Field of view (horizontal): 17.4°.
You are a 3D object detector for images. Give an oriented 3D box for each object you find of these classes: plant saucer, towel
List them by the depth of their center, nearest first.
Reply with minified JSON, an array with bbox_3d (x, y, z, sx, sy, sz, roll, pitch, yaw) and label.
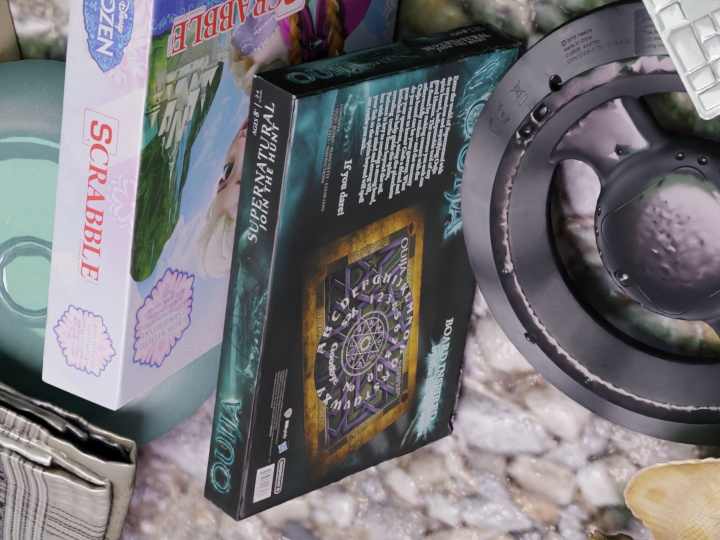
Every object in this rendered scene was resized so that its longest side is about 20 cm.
[{"bbox_3d":[-0.153,0.001,1.133,0.198,0.036,0.202,4,108,14],"label":"plant saucer"},{"bbox_3d":[-0.209,0.102,1.176,0.192,0.035,0.200,25,146,4],"label":"towel"}]

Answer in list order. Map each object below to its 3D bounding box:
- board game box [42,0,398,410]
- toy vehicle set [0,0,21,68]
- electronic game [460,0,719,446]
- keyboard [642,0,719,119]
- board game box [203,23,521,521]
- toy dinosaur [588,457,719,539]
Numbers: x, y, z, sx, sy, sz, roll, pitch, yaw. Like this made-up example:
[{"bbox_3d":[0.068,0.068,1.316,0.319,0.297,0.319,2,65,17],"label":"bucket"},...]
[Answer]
[{"bbox_3d":[-0.051,-0.070,0.974,0.041,0.200,0.201,21,120,24],"label":"board game box"},{"bbox_3d":[-0.261,-0.120,1.186,0.199,0.026,0.125,-1,109,31],"label":"toy vehicle set"},{"bbox_3d":[0.137,-0.018,0.980,0.199,0.042,0.201,10,118,19],"label":"electronic game"},{"bbox_3d":[0.115,-0.161,0.924,0.056,0.011,0.201,-27,84,14],"label":"keyboard"},{"bbox_3d":[0.000,0.000,1.013,0.028,0.135,0.201,31,124,37],"label":"board game box"},{"bbox_3d":[0.163,0.098,0.978,0.101,0.058,0.200,25,136,-12],"label":"toy dinosaur"}]
